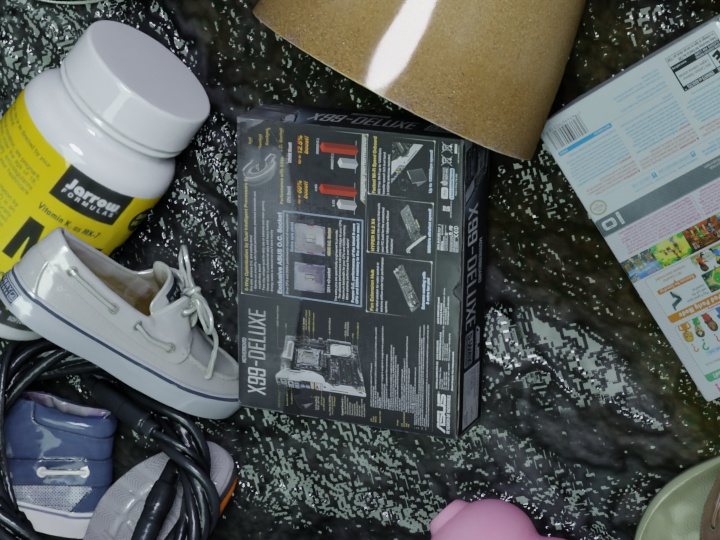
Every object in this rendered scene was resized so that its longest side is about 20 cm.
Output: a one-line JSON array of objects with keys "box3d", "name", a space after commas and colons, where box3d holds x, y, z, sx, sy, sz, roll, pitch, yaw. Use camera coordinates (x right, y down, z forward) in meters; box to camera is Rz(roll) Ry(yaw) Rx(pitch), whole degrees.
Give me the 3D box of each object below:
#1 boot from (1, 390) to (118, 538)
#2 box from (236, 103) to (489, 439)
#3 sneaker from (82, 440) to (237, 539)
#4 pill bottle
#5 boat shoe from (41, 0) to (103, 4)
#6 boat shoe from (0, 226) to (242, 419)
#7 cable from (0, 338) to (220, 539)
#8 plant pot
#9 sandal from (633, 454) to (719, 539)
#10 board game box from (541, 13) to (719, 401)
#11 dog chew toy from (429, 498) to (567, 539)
[{"box3d": [-0.266, 0.123, 1.433, 0.200, 0.073, 0.091, 10, 101, 7], "name": "boot"}, {"box3d": [0.000, 0.000, 1.308, 0.157, 0.050, 0.200, 7, 107, 22], "name": "box"}, {"box3d": [-0.145, 0.213, 1.413, 0.200, 0.112, 0.078, -47, 47, -4], "name": "sneaker"}, {"box3d": [-0.193, -0.059, 1.326, 0.114, 0.114, 0.200, 42, 114, 3], "name": "pill bottle"}, {"box3d": [-0.148, -0.207, 1.298, 0.200, 0.060, 0.074, -3, 105, 19], "name": "boat shoe"}, {"box3d": [-0.132, 0.024, 1.314, 0.202, 0.075, 0.086, 32, 107, -36], "name": "boat shoe"}, {"box3d": [-0.184, 0.127, 1.351, 0.163, 0.051, 0.200, -20, 72, 4], "name": "cable"}, {"box3d": [0.063, -0.196, 1.183, 0.186, 0.186, 0.200, 29, 99, 9], "name": "plant pot"}, {"box3d": [0.247, 0.147, 1.268, 0.201, 0.057, 0.080, -39, 90, 27], "name": "sandal"}, {"box3d": [0.221, -0.040, 1.201, 0.147, 0.064, 0.200, -29, 93, 42], "name": "board game box"}, {"box3d": [0.119, 0.230, 1.306, 0.200, 0.125, 0.125, 48, 114, 9], "name": "dog chew toy"}]
